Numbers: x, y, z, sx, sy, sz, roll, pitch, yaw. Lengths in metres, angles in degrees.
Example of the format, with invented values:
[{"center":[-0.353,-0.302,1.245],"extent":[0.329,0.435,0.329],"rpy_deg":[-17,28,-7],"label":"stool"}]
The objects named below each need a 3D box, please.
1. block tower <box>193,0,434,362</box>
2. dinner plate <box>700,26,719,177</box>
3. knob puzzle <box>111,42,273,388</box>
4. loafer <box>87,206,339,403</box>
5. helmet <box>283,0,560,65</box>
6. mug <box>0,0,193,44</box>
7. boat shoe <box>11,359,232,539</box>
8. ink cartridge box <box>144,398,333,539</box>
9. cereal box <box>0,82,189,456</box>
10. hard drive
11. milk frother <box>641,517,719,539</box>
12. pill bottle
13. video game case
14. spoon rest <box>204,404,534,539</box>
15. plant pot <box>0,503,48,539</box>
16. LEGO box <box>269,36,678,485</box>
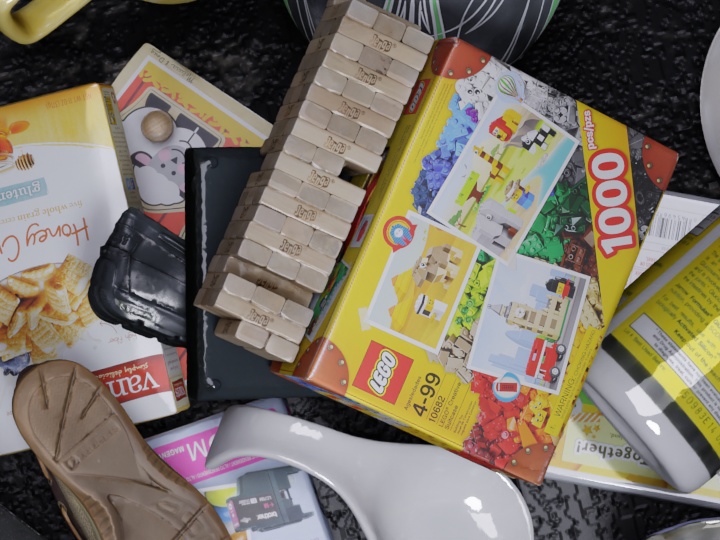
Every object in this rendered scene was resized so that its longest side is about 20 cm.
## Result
[{"center":[-0.026,-0.053,1.333],"extent":[0.054,0.058,0.200],"rpy_deg":[25,83,-16],"label":"block tower"},{"center":[0.303,-0.101,1.474],"extent":[0.200,0.024,0.201],"rpy_deg":[0,73,0],"label":"dinner plate"},{"center":[-0.117,-0.012,1.483],"extent":[0.219,0.030,0.220],"rpy_deg":[0,81,2],"label":"knob puzzle"},{"center":[-0.060,0.024,1.425],"extent":[0.200,0.068,0.071],"rpy_deg":[24,79,-25],"label":"loafer"},{"center":[0.037,-0.201,1.438],"extent":[0.199,0.200,0.191],"rpy_deg":[6,64,3],"label":"helmet"},{"center":[-0.136,-0.223,1.455],"extent":[0.186,0.153,0.150],"rpy_deg":[-10,81,1],"label":"mug"},{"center":[-0.134,0.135,1.407],"extent":[0.072,0.072,0.200],"rpy_deg":[-39,101,-14],"label":"boat shoe"},{"center":[-0.070,0.184,1.447],"extent":[0.119,0.042,0.200],"rpy_deg":[-19,82,-1],"label":"ink cartridge box"},{"center":[-0.193,0.003,1.455],"extent":[0.144,0.040,0.200],"rpy_deg":[-14,89,9],"label":"cereal box"},{"center":[0.000,0.000,1.391],"extent":[0.200,0.033,0.140],"rpy_deg":[-1,92,-19],"label":"hard drive"},{"center":[0.186,0.276,1.382],"extent":[0.200,0.181,0.188],"rpy_deg":[-24,41,26],"label":"milk frother"},{"center":[0.221,0.022,1.398],"extent":[0.200,0.112,0.112],"rpy_deg":[-41,82,-2],"label":"pill bottle"},{"center":[0.208,0.049,1.466],"extent":[0.199,0.023,0.182],"rpy_deg":[11,81,3],"label":"video game case"},{"center":[0.012,0.132,1.419],"extent":[0.200,0.061,0.100],"rpy_deg":[25,66,-12],"label":"spoon rest"},{"center":[-0.236,0.218,1.374],"extent":[0.199,0.200,0.178],"rpy_deg":[36,78,7],"label":"plant pot"},{"center":[0.062,-0.005,1.353],"extent":[0.149,0.077,0.200],"rpy_deg":[25,83,-17],"label":"LEGO box"}]
